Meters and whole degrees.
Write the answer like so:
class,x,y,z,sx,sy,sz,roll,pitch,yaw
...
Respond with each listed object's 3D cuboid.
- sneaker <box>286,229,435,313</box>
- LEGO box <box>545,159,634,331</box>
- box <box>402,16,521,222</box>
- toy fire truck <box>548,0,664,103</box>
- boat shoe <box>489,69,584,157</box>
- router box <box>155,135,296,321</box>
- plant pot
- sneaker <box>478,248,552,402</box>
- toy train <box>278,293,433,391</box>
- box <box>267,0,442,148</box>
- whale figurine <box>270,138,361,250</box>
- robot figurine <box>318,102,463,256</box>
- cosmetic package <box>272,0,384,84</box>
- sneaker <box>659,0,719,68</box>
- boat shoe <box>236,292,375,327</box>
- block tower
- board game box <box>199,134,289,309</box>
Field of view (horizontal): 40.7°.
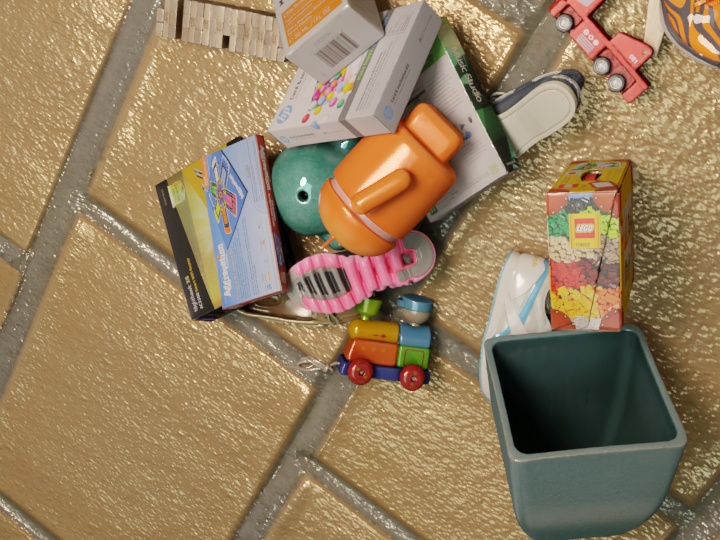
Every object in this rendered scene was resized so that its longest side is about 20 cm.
class,x,y,z,sx,sy,sz,roll,pitch,yaw
sneaker,0.000,0.000,1.250,0.196,0.095,0.081,-14,97,3
LEGO box,0.263,-0.034,1.095,0.076,0.200,0.152,0,105,20
box,0.094,-0.179,1.169,0.144,0.036,0.203,-30,85,47
toy fire truck,0.323,-0.268,1.090,0.141,0.049,0.201,-42,87,25
boat shoe,0.181,-0.180,1.157,0.075,0.062,0.199,47,137,-9
router box,-0.181,-0.054,1.305,0.155,0.052,0.203,-25,75,25
plant pot,0.256,0.211,1.158,0.192,0.198,0.203,-6,127,1
sneaker,0.199,0.079,1.221,0.079,0.077,0.204,15,111,14
toy train,-0.002,0.083,1.265,0.196,0.085,0.118,8,96,-9
box,-0.009,-0.226,1.139,0.041,0.158,0.198,36,159,-34
whale figurine,-0.024,-0.098,1.239,0.196,0.104,0.162,14,109,13
robot figurine,0.030,-0.099,1.119,0.116,0.145,0.200,33,107,-36
cosmetic package,-0.048,-0.333,1.142,0.101,0.071,0.203,-33,53,26
sneaker,0.343,-0.311,1.001,0.076,0.112,0.203,-25,73,0
boat shoe,-0.076,0.045,1.321,0.196,0.063,0.075,-3,104,22
block tower,-0.167,-0.315,1.260,0.196,0.058,0.055,14,110,15
board game box,-0.150,-0.061,1.242,0.102,0.019,0.204,-16,79,32
